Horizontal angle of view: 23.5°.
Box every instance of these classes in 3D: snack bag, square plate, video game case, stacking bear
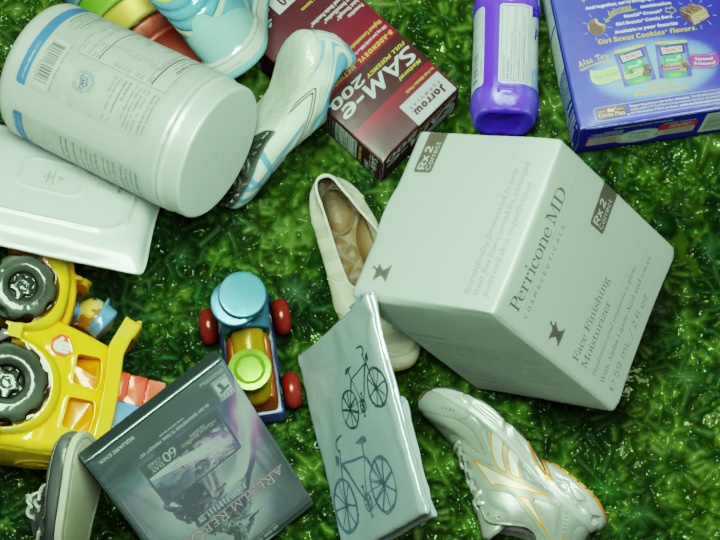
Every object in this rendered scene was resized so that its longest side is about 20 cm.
[{"bbox_3d":[0.001,0.136,1.495,0.021,0.189,0.200,-8,73,-24],"label":"snack bag"},{"bbox_3d":[-0.277,-0.075,1.552,0.198,0.028,0.200,12,30,-5],"label":"square plate"},{"bbox_3d":[-0.136,0.180,1.485,0.143,0.200,0.019,-37,38,-12],"label":"video game case"},{"bbox_3d":[-0.216,-0.244,1.642,0.114,0.121,0.200,-34,86,-11],"label":"stacking bear"}]

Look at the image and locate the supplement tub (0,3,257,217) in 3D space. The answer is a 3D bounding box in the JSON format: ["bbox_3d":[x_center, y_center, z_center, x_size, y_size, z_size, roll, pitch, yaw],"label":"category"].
[{"bbox_3d":[-0.208,-0.144,1.541,0.200,0.132,0.132,27,74,17],"label":"supplement tub"}]

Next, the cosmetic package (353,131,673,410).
[{"bbox_3d":[0.135,0.000,1.502,0.165,0.200,0.165,7,69,44],"label":"cosmetic package"}]

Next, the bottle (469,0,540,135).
[{"bbox_3d":[0.140,-0.233,1.658,0.065,0.084,0.200,2,73,2],"label":"bottle"}]

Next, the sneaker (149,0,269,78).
[{"bbox_3d":[-0.145,-0.273,1.585,0.079,0.131,0.200,-32,34,14],"label":"sneaker"}]

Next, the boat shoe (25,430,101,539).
[{"bbox_3d":[-0.265,0.217,1.472,0.063,0.200,0.073,18,32,13],"label":"boat shoe"}]

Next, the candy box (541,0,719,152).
[{"bbox_3d":[0.268,-0.227,1.664,0.169,0.077,0.200,-8,75,-3],"label":"candy box"}]

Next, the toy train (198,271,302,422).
[{"bbox_3d":[-0.094,0.105,1.534,0.085,0.116,0.200,-8,74,-4],"label":"toy train"}]

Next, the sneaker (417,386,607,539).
[{"bbox_3d":[0.119,0.187,1.541,0.200,0.076,0.092,40,81,10],"label":"sneaker"}]

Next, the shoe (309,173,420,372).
[{"bbox_3d":[0.000,0.000,1.600,0.070,0.053,0.200,-22,75,-8],"label":"shoe"}]

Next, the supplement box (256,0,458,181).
[{"bbox_3d":[-0.015,-0.195,1.654,0.200,0.061,0.109,43,78,9],"label":"supplement box"}]

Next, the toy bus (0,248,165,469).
[{"bbox_3d":[-0.253,0.085,1.537,0.192,0.136,0.200,12,70,-12],"label":"toy bus"}]

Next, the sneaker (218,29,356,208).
[{"bbox_3d":[-0.071,-0.133,1.595,0.072,0.200,0.072,12,34,-38],"label":"sneaker"}]
